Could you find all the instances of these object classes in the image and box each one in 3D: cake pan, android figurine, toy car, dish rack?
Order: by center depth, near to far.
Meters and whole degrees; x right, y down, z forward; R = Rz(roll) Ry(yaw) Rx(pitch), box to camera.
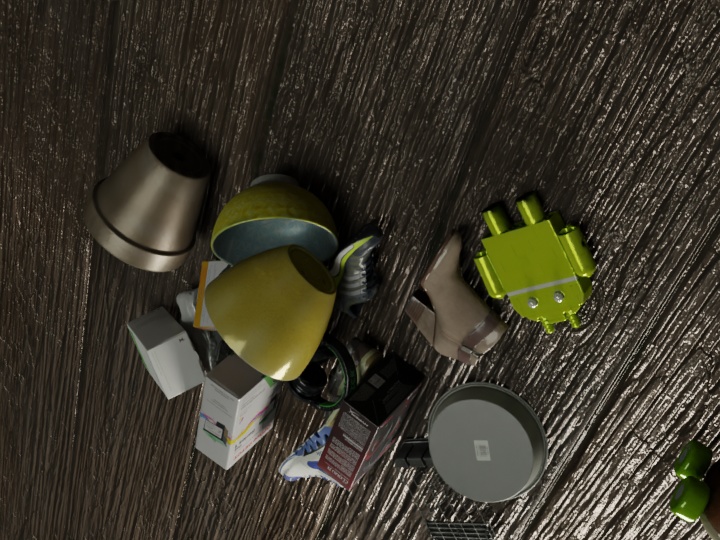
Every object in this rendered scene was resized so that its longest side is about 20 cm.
[{"bbox_3d":[0.518,0.251,1.356,0.163,0.158,0.201,30,122,4],"label":"toy car"},{"bbox_3d":[0.243,-0.006,1.479,0.181,0.041,0.202,-14,106,44],"label":"android figurine"},{"bbox_3d":[0.192,0.274,1.667,0.198,0.037,0.203,8,109,22],"label":"cake pan"},{"bbox_3d":[0.150,0.379,1.802,0.152,0.054,0.202,-10,112,44],"label":"dish rack"}]

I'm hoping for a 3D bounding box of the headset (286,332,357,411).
[{"bbox_3d":[-0.096,0.157,1.763,0.199,0.093,0.125,25,116,36],"label":"headset"}]

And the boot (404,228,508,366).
[{"bbox_3d":[0.154,0.048,1.577,0.145,0.070,0.201,34,135,8],"label":"boot"}]

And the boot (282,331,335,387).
[{"bbox_3d":[-0.135,0.105,1.857,0.199,0.070,0.132,38,129,3],"label":"boot"}]

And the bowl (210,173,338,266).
[{"bbox_3d":[-0.134,-0.085,1.671,0.199,0.198,0.109,-29,55,46],"label":"bowl"}]

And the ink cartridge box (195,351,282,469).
[{"bbox_3d":[-0.218,0.241,1.945,0.083,0.145,0.202,32,133,19],"label":"ink cartridge box"}]

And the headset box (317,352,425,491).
[{"bbox_3d":[0.014,0.255,1.761,0.075,0.148,0.201,35,133,15],"label":"headset box"}]

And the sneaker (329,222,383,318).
[{"bbox_3d":[0.000,0.000,1.670,0.081,0.074,0.201,37,143,4],"label":"sneaker"}]

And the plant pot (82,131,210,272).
[{"bbox_3d":[-0.341,-0.128,1.790,0.200,0.200,0.174,42,120,9],"label":"plant pot"}]

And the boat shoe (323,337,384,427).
[{"bbox_3d":[-0.022,0.187,1.809,0.066,0.071,0.202,46,136,18],"label":"boat shoe"}]

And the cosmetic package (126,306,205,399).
[{"bbox_3d":[-0.362,0.149,1.991,0.200,0.084,0.109,27,140,66],"label":"cosmetic package"}]

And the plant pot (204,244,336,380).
[{"bbox_3d":[-0.118,0.045,1.635,0.142,0.200,0.200,-43,87,19],"label":"plant pot"}]

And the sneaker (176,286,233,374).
[{"bbox_3d":[-0.286,0.121,1.986,0.099,0.077,0.203,2,111,47],"label":"sneaker"}]

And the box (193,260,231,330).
[{"bbox_3d":[-0.202,0.042,1.832,0.198,0.041,0.121,-1,77,39],"label":"box"}]

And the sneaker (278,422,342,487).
[{"bbox_3d":[-0.064,0.353,1.939,0.115,0.080,0.200,48,135,6],"label":"sneaker"}]
